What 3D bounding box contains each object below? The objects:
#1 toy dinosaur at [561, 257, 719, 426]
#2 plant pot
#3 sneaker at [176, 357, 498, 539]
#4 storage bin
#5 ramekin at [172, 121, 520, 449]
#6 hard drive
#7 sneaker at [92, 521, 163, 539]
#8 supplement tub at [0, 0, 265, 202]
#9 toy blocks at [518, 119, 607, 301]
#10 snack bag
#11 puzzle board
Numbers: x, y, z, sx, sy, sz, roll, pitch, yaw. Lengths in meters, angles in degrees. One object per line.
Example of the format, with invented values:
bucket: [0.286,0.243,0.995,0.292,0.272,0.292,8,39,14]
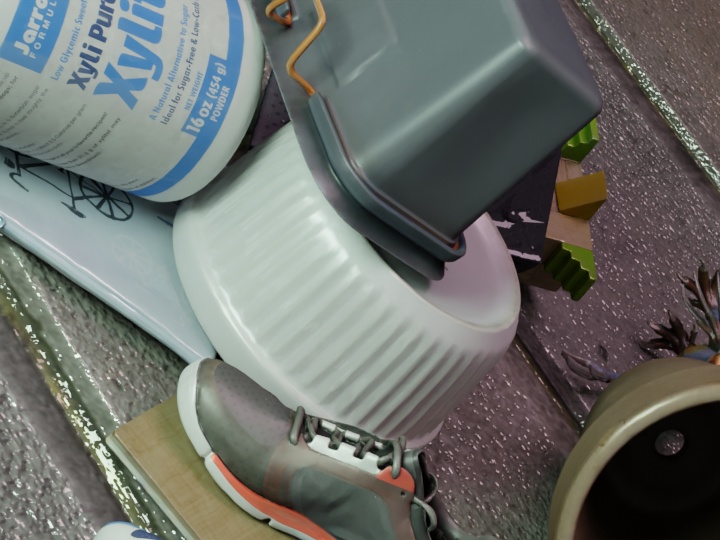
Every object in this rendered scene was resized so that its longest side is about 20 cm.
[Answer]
toy dinosaur: [0.240,0.068,1.625,0.199,0.105,0.182,33,25,-23]
plant pot: [0.201,0.131,1.449,0.200,0.201,0.175,37,12,-15]
sneaker: [-0.005,0.103,1.264,0.200,0.082,0.077,41,29,-11]
storage bin: [0.033,-0.125,1.301,0.145,0.134,0.201,32,29,-46]
ramekin: [0.000,0.000,1.372,0.200,0.105,0.201,36,29,-23]
hard drive: [0.028,-0.077,1.546,0.199,0.042,0.136,22,50,-9]
sneaker: [-0.051,0.176,1.155,0.199,0.074,0.083,27,31,-32]
supplement tub: [-0.162,-0.125,1.296,0.199,0.132,0.133,20,37,-37]
toy blocks: [0.080,-0.075,1.646,0.136,0.100,0.201,15,48,-22]
snack bag: [-0.141,-0.040,1.369,0.188,0.021,0.201,36,29,-16]
puzzle board: [-0.040,0.118,1.302,0.151,0.017,0.200,50,29,6]
